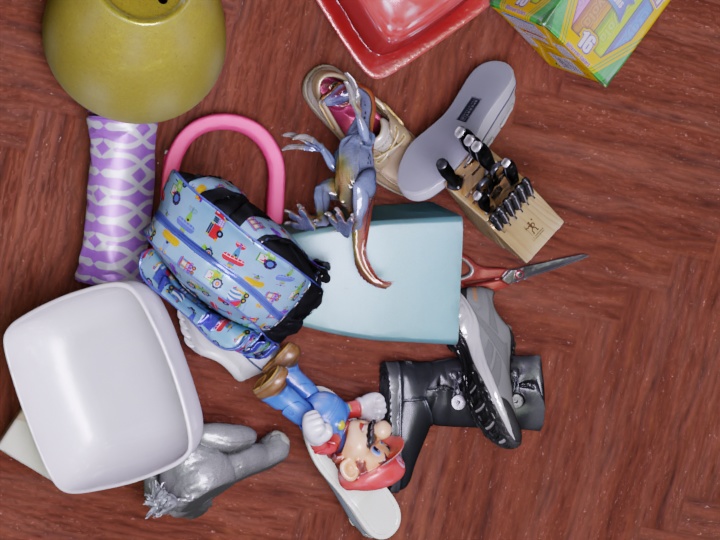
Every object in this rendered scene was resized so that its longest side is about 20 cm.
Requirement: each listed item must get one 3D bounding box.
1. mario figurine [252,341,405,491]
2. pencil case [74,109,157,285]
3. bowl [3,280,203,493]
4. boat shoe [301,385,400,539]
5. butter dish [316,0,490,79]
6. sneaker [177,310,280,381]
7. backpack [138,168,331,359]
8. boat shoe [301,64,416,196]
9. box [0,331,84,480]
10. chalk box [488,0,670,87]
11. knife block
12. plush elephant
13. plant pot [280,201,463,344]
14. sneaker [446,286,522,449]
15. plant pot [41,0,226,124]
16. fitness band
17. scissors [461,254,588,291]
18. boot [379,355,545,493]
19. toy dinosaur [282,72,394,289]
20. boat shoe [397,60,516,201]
[{"bbox_3d":[-0.019,0.162,1.356,0.200,0.106,0.124,43,63,-13],"label":"mario figurine"},{"bbox_3d":[-0.274,-0.081,1.336,0.084,0.084,0.203,9,98,25],"label":"pencil case"},{"bbox_3d":[-0.255,0.115,1.247,0.198,0.075,0.202,-18,93,27],"label":"bowl"},{"bbox_3d":[-0.023,0.230,1.436,0.072,0.062,0.202,-33,98,-25],"label":"boat shoe"},{"bbox_3d":[0.048,-0.336,1.309,0.198,0.148,0.201,-34,104,-1],"label":"butter dish"},{"bbox_3d":[-0.176,0.057,1.364,0.070,0.073,0.200,-35,116,15],"label":"sneaker"},{"bbox_3d":[-0.136,-0.009,1.194,0.182,0.200,0.135,39,89,11],"label":"backpack"},{"bbox_3d":[0.014,-0.153,1.375,0.200,0.069,0.074,40,92,-13],"label":"boat shoe"},{"bbox_3d":[-0.317,0.125,1.357,0.077,0.095,0.201,33,92,-12],"label":"box"},{"bbox_3d":[0.266,-0.332,1.344,0.123,0.124,0.201,34,93,-32],"label":"chalk box"},{"bbox_3d":[0.133,-0.096,1.328,0.064,0.200,0.175,-46,112,1],"label":"knife block"},{"bbox_3d":[-0.210,0.190,1.360,0.164,0.199,0.156,-36,75,21],"label":"plush elephant"},{"bbox_3d":[0.000,0.000,1.360,0.197,0.141,0.143,0,100,-11],"label":"plant pot"},{"bbox_3d":[0.153,0.108,1.401,0.078,0.074,0.202,-11,72,-19],"label":"sneaker"},{"bbox_3d":[-0.228,-0.272,1.243,0.197,0.142,0.203,3,75,-13],"label":"plant pot"},{"bbox_3d":[-0.158,-0.079,1.379,0.142,0.037,0.203,3,100,-13],"label":"fitness band"},{"bbox_3d":[0.180,0.013,1.463,0.197,0.014,0.074,0,98,-11],"label":"scissors"},{"bbox_3d":[0.125,0.184,1.461,0.197,0.066,0.167,-2,102,-14],"label":"boot"},{"bbox_3d":[-0.016,-0.112,1.285,0.104,0.182,0.201,-4,131,33],"label":"toy dinosaur"},{"bbox_3d":[0.118,-0.146,1.372,0.200,0.073,0.066,-49,145,-15],"label":"boat shoe"}]
